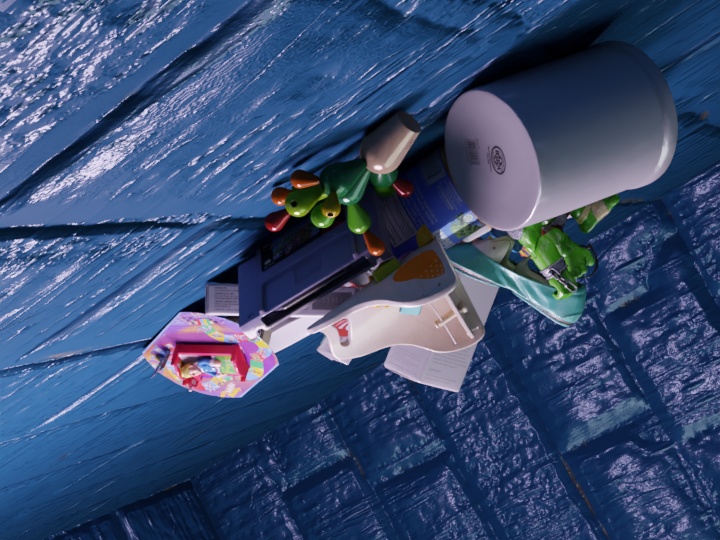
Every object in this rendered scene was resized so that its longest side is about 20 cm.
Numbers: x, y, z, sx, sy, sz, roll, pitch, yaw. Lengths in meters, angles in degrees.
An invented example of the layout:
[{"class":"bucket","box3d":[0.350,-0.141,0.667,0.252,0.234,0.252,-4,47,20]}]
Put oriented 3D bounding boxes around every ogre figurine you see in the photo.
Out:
[{"class":"ogre figurine","box3d":[0.238,-0.071,1.355,0.200,0.120,0.098,-60,-162,-14]}]

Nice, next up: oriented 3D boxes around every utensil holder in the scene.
[{"class":"utensil holder","box3d":[0.218,-0.146,1.216,0.200,0.170,0.170,-21,168,-29]}]

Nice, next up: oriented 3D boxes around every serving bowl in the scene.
[{"class":"serving bowl","box3d":[-0.123,0.071,1.686,0.200,0.066,0.200,-27,171,-5]}]

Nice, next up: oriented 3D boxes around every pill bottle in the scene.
[{"class":"pill bottle","box3d":[0.062,-0.064,1.366,0.200,0.112,0.112,-32,170,16]}]

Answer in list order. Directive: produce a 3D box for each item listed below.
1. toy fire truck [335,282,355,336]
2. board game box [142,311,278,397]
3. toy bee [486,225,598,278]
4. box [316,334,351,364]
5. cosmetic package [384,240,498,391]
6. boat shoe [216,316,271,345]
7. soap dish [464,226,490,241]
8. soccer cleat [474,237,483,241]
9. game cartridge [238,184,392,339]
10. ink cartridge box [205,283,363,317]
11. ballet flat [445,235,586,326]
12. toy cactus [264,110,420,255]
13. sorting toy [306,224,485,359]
[{"class":"toy fire truck","box3d":[0.000,0.000,1.539,0.199,0.112,0.168,-21,154,13]},{"class":"board game box","box3d":[-0.210,0.134,1.523,0.200,0.158,0.039,-41,-152,46]},{"class":"toy bee","box3d":[0.202,-0.047,1.454,0.131,0.200,0.109,-33,174,-4]},{"class":"box","box3d":[0.009,0.049,1.688,0.200,0.036,0.144,-56,-172,-8]},{"class":"cosmetic package","box3d":[0.118,0.058,1.524,0.102,0.074,0.201,20,91,-50]},{"class":"boat shoe","box3d":[-0.214,0.100,1.583,0.068,0.075,0.200,23,148,-38]},{"class":"soap dish","box3d":[0.198,-0.120,1.556,0.200,0.081,0.157,-31,171,9]},{"class":"soccer cleat","box3d":[0.120,-0.027,1.661,0.200,0.085,0.069,-53,159,-44]},{"class":"game cartridge","box3d":[-0.059,-0.014,1.300,0.200,0.130,0.038,-31,128,14]},{"class":"ink cartridge box","box3d":[-0.079,0.041,1.445,0.199,0.044,0.174,1,179,13]},{"class":"ballet flat","box3d":[0.194,-0.004,1.389,0.071,0.200,0.067,-65,175,17]},{"class":"toy cactus","box3d":[0.002,-0.092,1.153,0.200,0.102,0.165,-3,144,-50]},{"class":"sorting toy","box3d":[0.032,0.046,1.291,0.180,0.107,0.200,-27,156,5]}]
